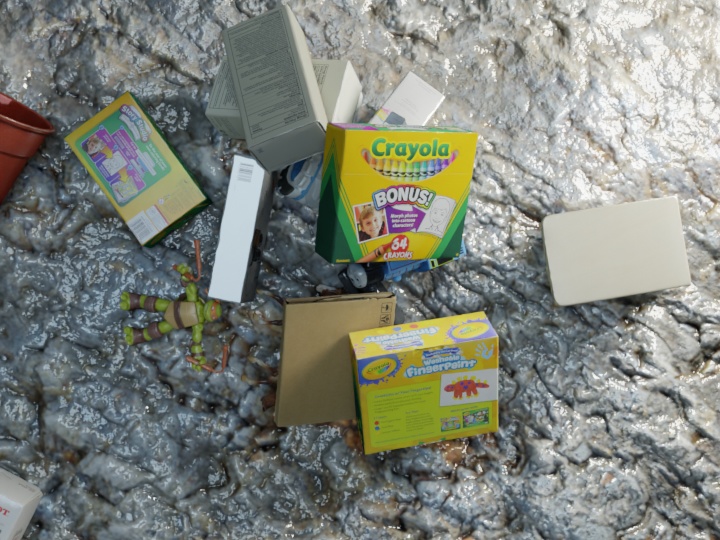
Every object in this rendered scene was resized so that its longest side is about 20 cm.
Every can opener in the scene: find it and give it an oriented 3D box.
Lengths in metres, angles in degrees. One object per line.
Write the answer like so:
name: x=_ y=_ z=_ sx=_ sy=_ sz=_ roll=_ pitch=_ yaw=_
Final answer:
can opener: x=0.000 y=0.000 z=1.362 sx=0.053 sy=0.066 sz=0.200 roll=-27 pitch=97 yaw=43

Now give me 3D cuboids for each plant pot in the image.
plant pot: x=-0.569 y=-0.160 z=1.310 sx=0.200 sy=0.201 sz=0.196 roll=29 pitch=98 yaw=0

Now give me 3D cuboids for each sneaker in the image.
sneaker: x=-0.045 y=-0.177 z=1.368 sx=0.087 sy=0.075 sz=0.200 roll=38 pitch=75 yaw=-39

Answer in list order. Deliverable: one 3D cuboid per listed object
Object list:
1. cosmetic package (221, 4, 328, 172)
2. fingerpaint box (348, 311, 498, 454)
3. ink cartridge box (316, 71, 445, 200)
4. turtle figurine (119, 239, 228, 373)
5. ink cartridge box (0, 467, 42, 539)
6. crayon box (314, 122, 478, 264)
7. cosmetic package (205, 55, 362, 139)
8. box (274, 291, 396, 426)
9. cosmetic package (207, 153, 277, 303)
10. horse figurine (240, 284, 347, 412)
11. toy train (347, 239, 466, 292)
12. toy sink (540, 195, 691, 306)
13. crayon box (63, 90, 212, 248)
cosmetic package: x=-0.111 y=-0.245 z=1.238 sx=0.103 sy=0.073 sz=0.201 roll=-19 pitch=65 yaw=10
fingerpaint box: x=0.090 y=0.158 z=1.312 sx=0.199 sy=0.073 sz=0.167 roll=-9 pitch=119 yaw=-7
ink cartridge box: x=0.027 y=-0.170 z=1.303 sx=0.067 sy=0.117 sz=0.200 roll=37 pitch=68 yaw=-2
turtle figurine: x=-0.268 y=0.054 z=1.353 sx=0.161 sy=0.064 sz=0.201 roll=-5 pitch=105 yaw=15
ink cartridge box: x=-0.582 y=0.387 z=1.351 sx=0.146 sy=0.083 sz=0.200 roll=27 pitch=90 yaw=1
crayon box: x=0.047 y=-0.102 z=1.211 sx=0.199 sy=0.058 sz=0.173 roll=-4 pitch=112 yaw=-29
cosmetic package: x=-0.108 y=-0.242 z=1.317 sx=0.199 sy=0.071 sz=0.106 roll=9 pitch=71 yaw=20
box: x=-0.037 y=0.127 z=1.315 sx=0.163 sy=0.021 sz=0.201 roll=-3 pitch=117 yaw=-19
cosmetic package: x=-0.165 y=-0.056 z=1.319 sx=0.051 sy=0.151 sz=0.201 roll=11 pitch=90 yaw=-1
horse figurine: x=-0.100 y=0.111 z=1.362 sx=0.132 sy=0.050 sz=0.201 roll=11 pitch=82 yaw=-16
toy train: x=0.053 y=-0.043 z=1.318 sx=0.200 sy=0.087 sz=0.115 roll=-21 pitch=99 yaw=-26
toy sink: x=0.352 y=-0.026 z=1.336 sx=0.199 sy=0.112 sz=0.131 roll=-10 pitch=90 yaw=-5
crayon box: x=-0.326 y=-0.148 z=1.365 sx=0.119 sy=0.058 sz=0.200 roll=-36 pitch=89 yaw=0
